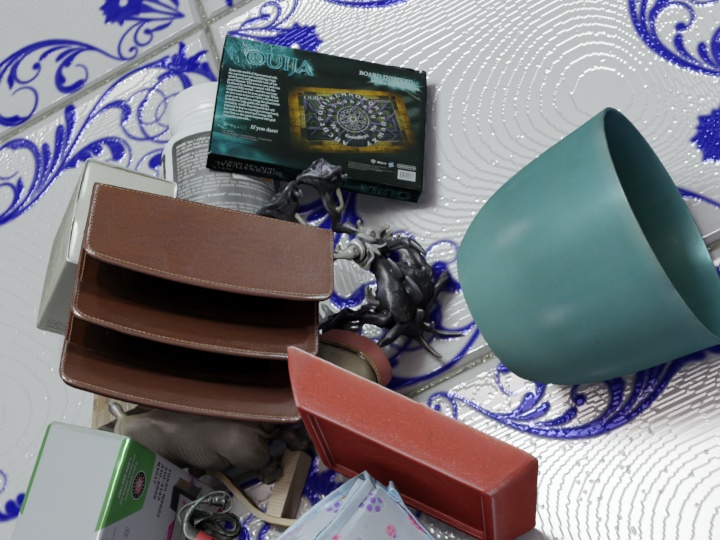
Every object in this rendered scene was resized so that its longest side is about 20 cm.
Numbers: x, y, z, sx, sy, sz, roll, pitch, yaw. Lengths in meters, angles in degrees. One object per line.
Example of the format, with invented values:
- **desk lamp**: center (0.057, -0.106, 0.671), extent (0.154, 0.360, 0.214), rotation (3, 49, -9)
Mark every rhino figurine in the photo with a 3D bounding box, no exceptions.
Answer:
- **rhino figurine**: center (-0.152, 0.145, 1.172), extent (0.199, 0.087, 0.060), rotation (-2, 66, 25)

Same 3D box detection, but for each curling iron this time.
- **curling iron**: center (-0.061, 0.246, 1.095), extent (0.199, 0.026, 0.050), rotation (36, 63, 2)

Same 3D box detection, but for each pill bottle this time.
- **pill bottle**: center (-0.131, -0.069, 1.275), extent (0.116, 0.116, 0.201), rotation (-14, 62, 18)

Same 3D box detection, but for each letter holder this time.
- **letter holder**: center (-0.128, 0.031, 1.071), extent (0.198, 0.101, 0.143), rotation (11, 44, -12)

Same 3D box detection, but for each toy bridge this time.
- **toy bridge**: center (-0.064, 0.190, 1.178), extent (0.199, 0.027, 0.068), rotation (7, 70, 28)

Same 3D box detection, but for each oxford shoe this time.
- **oxford shoe**: center (-0.070, 0.087, 1.177), extent (0.199, 0.071, 0.075), rotation (0, 32, 43)

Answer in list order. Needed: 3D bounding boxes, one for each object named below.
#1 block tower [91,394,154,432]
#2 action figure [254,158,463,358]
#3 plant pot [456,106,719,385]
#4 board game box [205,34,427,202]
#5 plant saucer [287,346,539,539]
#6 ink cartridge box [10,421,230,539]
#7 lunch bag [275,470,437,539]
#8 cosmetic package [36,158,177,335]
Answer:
- **block tower**: center (-0.164, 0.096, 1.209), extent (0.199, 0.054, 0.058), rotation (-28, 53, 40)
- **action figure**: center (0.000, 0.000, 1.195), extent (0.200, 0.102, 0.119), rotation (50, 60, -5)
- **plant pot**: center (0.174, -0.002, 1.069), extent (0.160, 0.200, 0.202), rotation (-28, 58, 24)
- **board game box**: center (-0.037, -0.141, 1.253), extent (0.198, 0.028, 0.136), rotation (10, 61, -9)
- **plant saucer**: center (0.037, 0.144, 1.027), extent (0.198, 0.200, 0.037), rotation (23, 70, 16)
- **ink cartridge box**: center (-0.198, 0.228, 1.121), extent (0.083, 0.200, 0.146), rotation (6, 70, 23)
- **lunch bag**: center (-0.012, 0.274, 1.022), extent (0.200, 0.127, 0.170), rotation (-40, 97, 0)
- **cosmetic package**: center (-0.237, -0.011, 1.246), extent (0.087, 0.200, 0.104), rotation (14, 68, -16)
